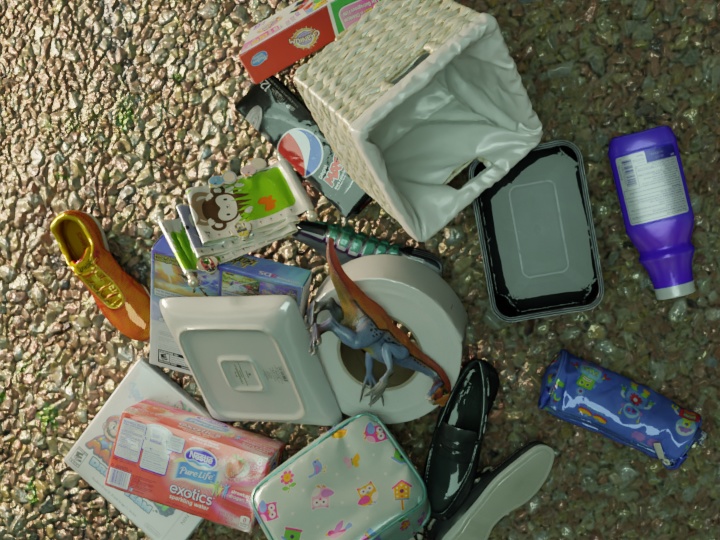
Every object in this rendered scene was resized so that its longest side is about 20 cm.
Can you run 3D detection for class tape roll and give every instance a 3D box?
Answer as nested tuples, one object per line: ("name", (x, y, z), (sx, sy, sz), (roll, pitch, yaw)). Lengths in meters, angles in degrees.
("tape roll", (0.030, 0.084, 1.430), (0.201, 0.071, 0.204), (4, 115, 9))

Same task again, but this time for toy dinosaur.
("toy dinosaur", (0.030, 0.084, 1.346), (0.180, 0.105, 0.202), (10, 107, -14))

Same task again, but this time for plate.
("plate", (-0.139, 0.119, 1.438), (0.198, 0.032, 0.201), (-2, 124, 28))

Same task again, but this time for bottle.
("bottle", (0.353, -0.068, 1.392), (0.083, 0.065, 0.202), (-14, 91, 12))

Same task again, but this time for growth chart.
("growth chart", (-0.154, -0.071, 1.446), (0.199, 0.018, 0.145), (-28, 58, -18))

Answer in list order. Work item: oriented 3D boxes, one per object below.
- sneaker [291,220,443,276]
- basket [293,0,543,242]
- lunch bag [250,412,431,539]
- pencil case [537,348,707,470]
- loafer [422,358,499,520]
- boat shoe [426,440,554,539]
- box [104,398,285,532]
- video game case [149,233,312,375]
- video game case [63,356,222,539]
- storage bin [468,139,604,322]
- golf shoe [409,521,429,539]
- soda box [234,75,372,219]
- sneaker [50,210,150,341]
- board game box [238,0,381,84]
("sneaker", (0.000, 0.000, 1.463), (0.198, 0.074, 0.088), (18, 102, 8))
("basket", (0.065, -0.181, 1.312), (0.198, 0.200, 0.161), (-41, 46, -6))
("lunch bag", (-0.022, 0.273, 1.399), (0.199, 0.077, 0.161), (-33, 57, -7))
("pencil case", (0.311, 0.171, 1.408), (0.199, 0.087, 0.078), (25, 131, 9))
("loafer", (0.116, 0.203, 1.427), (0.068, 0.070, 0.202), (15, 77, 22))
("boat shoe", (0.158, 0.281, 1.457), (0.074, 0.060, 0.200), (30, 103, -36))
("box", (-0.208, 0.244, 1.484), (0.198, 0.095, 0.103), (16, 97, 8))
("video game case", (-0.166, 0.060, 1.474), (0.198, 0.046, 0.182), (14, 125, 9))
("video game case", (-0.269, 0.247, 1.555), (0.200, 0.024, 0.182), (39, 100, 6))
("storage bin", (0.213, -0.048, 1.407), (0.134, 0.094, 0.202), (-10, 93, 11))
("golf shoe", (0.056, 0.309, 1.443), (0.094, 0.078, 0.201), (-35, 60, 1))
("soda box", (-0.062, -0.155, 1.462), (0.200, 0.071, 0.063), (44, 97, 5))
("sneaker", (-0.339, 0.012, 1.524), (0.073, 0.077, 0.200), (-39, 86, 15))
("board game box", (-0.046, -0.307, 1.407), (0.199, 0.153, 0.040), (-27, 111, 12))
